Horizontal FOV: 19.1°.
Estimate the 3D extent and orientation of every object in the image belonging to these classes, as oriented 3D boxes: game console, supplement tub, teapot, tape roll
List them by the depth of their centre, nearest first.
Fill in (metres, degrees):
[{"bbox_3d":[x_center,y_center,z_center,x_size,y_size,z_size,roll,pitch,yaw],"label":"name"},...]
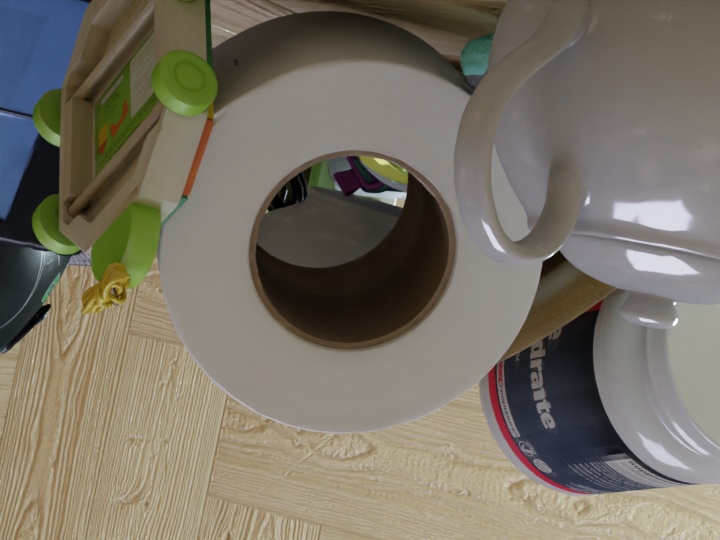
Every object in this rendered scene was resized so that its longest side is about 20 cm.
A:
[{"bbox_3d":[0.139,-0.048,0.959,0.199,0.147,0.197,13,178,-1],"label":"teapot"},{"bbox_3d":[-0.013,-0.029,1.151,0.202,0.203,0.139,12,-165,-11],"label":"tape roll"},{"bbox_3d":[-0.222,-0.102,1.223,0.199,0.177,0.031,13,-161,-28],"label":"game console"},{"bbox_3d":[0.172,0.057,1.244,0.140,0.141,0.200,12,166,-25],"label":"supplement tub"}]

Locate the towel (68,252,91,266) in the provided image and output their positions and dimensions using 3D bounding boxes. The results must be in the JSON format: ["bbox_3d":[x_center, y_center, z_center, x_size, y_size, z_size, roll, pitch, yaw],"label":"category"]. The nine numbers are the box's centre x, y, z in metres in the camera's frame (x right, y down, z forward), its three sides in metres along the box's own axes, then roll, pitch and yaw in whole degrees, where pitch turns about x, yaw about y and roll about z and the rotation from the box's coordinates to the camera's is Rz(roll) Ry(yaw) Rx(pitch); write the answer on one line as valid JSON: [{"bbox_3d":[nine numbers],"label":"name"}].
[{"bbox_3d":[-0.214,-0.091,1.588,0.085,0.166,0.200,15,175,-24],"label":"towel"}]

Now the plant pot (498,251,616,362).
[{"bbox_3d":[0.110,-0.004,1.248,0.028,0.200,0.200,56,169,-9],"label":"plant pot"}]

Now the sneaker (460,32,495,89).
[{"bbox_3d":[0.134,-0.071,1.117,0.199,0.092,0.077,13,176,-33],"label":"sneaker"}]

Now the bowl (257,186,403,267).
[{"bbox_3d":[0.000,0.000,1.408,0.200,0.091,0.201,15,-174,-1],"label":"bowl"}]

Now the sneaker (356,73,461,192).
[{"bbox_3d":[0.094,-0.085,1.313,0.199,0.078,0.090,0,-179,-16],"label":"sneaker"}]

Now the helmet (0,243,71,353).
[{"bbox_3d":[-0.275,-0.056,1.369,0.199,0.191,0.200,16,-160,-6],"label":"helmet"}]

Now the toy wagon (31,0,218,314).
[{"bbox_3d":[-0.118,-0.066,1.078,0.039,0.201,0.155,13,145,-28],"label":"toy wagon"}]

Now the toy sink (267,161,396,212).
[{"bbox_3d":[-0.037,-0.072,1.582,0.199,0.131,0.112,14,177,-31],"label":"toy sink"}]

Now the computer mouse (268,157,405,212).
[{"bbox_3d":[0.011,-0.089,1.500,0.199,0.110,0.044,1,-179,-36],"label":"computer mouse"}]

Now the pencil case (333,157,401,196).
[{"bbox_3d":[0.083,-0.072,1.434,0.200,0.092,0.085,15,-146,-38],"label":"pencil case"}]
